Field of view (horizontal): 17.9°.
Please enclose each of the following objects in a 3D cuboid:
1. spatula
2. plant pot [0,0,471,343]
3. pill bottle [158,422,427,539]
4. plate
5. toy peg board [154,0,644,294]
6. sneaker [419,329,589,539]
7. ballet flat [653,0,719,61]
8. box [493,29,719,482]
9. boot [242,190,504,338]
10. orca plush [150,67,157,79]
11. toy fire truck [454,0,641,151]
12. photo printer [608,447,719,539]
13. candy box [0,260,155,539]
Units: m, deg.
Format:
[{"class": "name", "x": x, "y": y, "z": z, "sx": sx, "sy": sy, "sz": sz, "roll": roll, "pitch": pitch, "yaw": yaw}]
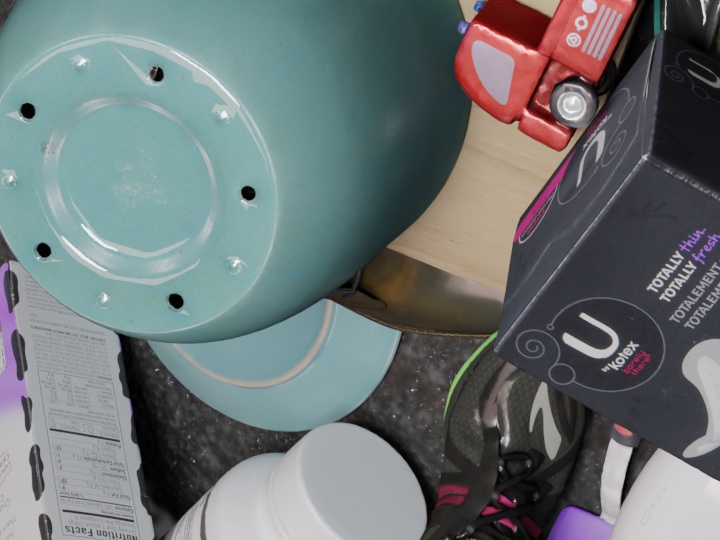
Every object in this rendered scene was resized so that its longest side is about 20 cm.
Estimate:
[{"class": "spatula", "x": 0.128, "y": 0.095, "z": 1.125, "sx": 0.056, "sy": 0.020, "sz": 0.201, "roll": 28, "pitch": 120, "yaw": 27}, {"class": "plant pot", "x": -0.068, "y": -0.063, "z": 0.957, "sx": 0.199, "sy": 0.161, "sz": 0.202, "roll": 6, "pitch": 113, "yaw": 15}, {"class": "pill bottle", "x": -0.053, "y": 0.167, "z": 1.226, "sx": 0.111, "sy": 0.110, "sz": 0.200, "roll": 52, "pitch": 128, "yaw": 9}, {"class": "plate", "x": -0.064, "y": -0.005, "z": 1.226, "sx": 0.199, "sy": 0.026, "sz": 0.202, "roll": 13, "pitch": 114, "yaw": 32}, {"class": "toy peg board", "x": 0.027, "y": -0.124, "z": 1.046, "sx": 0.199, "sy": 0.098, "sz": 0.200, "roll": 22, "pitch": 117, "yaw": 8}, {"class": "sneaker", "x": 0.065, "y": 0.123, "z": 1.114, "sx": 0.076, "sy": 0.084, "sz": 0.201, "roll": 16, "pitch": 97, "yaw": -11}, {"class": "ballet flat", "x": 0.156, "y": -0.075, "z": 1.015, "sx": 0.068, "sy": 0.068, "sz": 0.202, "roll": 14, "pitch": 115, "yaw": 23}, {"class": "box", "x": 0.173, "y": 0.013, "z": 0.958, "sx": 0.199, "sy": 0.106, "sz": 0.122, "roll": 29, "pitch": 125, "yaw": -10}, {"class": "boot", "x": 0.000, "y": 0.000, "z": 1.119, "sx": 0.199, "sy": 0.097, "sz": 0.075, "roll": 15, "pitch": 107, "yaw": 16}, {"class": "orca plush", "x": -0.136, "y": -0.071, "z": 1.205, "sx": 0.200, "sy": 0.071, "sz": 0.106, "roll": -44, "pitch": 53, "yaw": 39}, {"class": "toy fire truck", "x": 0.068, "y": -0.163, "z": 0.934, "sx": 0.140, "sy": 0.049, "sz": 0.201, "roll": 28, "pitch": 118, "yaw": 5}, {"class": "photo printer", "x": 0.204, "y": 0.165, "z": 1.055, "sx": 0.199, "sy": 0.069, "sz": 0.167, "roll": 29, "pitch": 124, "yaw": 21}, {"class": "candy box", "x": -0.194, "y": 0.128, "z": 1.280, "sx": 0.168, "sy": 0.071, "sz": 0.201, "roll": -46, "pitch": 45, "yaw": 38}]
